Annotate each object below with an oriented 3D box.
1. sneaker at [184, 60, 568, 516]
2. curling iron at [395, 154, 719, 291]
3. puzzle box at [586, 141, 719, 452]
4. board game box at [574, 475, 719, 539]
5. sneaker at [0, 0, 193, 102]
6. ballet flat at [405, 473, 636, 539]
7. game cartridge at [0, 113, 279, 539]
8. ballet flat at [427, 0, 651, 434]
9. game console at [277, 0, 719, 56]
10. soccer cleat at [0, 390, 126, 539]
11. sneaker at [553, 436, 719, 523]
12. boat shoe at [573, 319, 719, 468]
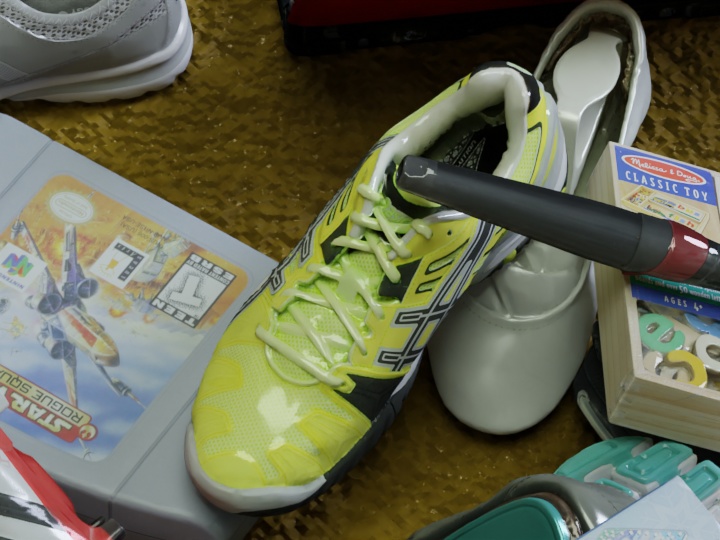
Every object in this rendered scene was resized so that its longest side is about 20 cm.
[{"bbox_3d":[0.000,0.000,1.051,0.075,0.076,0.200,31,73,18],"label":"sneaker"},{"bbox_3d":[0.106,-0.012,1.032,0.199,0.026,0.050,10,32,-16],"label":"curling iron"},{"bbox_3d":[0.183,0.026,1.070,0.199,0.025,0.133,15,39,-13],"label":"puzzle box"},{"bbox_3d":[0.020,0.172,0.902,0.198,0.200,0.043,-29,64,-21],"label":"board game box"},{"bbox_3d":[-0.169,-0.106,1.171,0.199,0.082,0.075,-14,56,-12],"label":"sneaker"},{"bbox_3d":[0.020,0.123,0.992,0.064,0.199,0.068,7,64,-50],"label":"ballet flat"},{"bbox_3d":[-0.109,0.027,1.107,0.199,0.042,0.133,28,54,17],"label":"game cartridge"},{"bbox_3d":[0.072,-0.030,1.135,0.069,0.070,0.201,15,55,9],"label":"ballet flat"},{"bbox_3d":[0.063,-0.159,1.196,0.199,0.119,0.173,-6,55,-7],"label":"game console"},{"bbox_3d":[-0.151,0.082,1.012,0.085,0.069,0.200,-44,97,-16],"label":"soccer cleat"},{"bbox_3d":[0.146,0.140,0.996,0.077,0.092,0.200,-32,52,-27],"label":"sneaker"},{"bbox_3d":[0.156,0.087,1.059,0.075,0.060,0.200,-7,48,-41],"label":"boat shoe"}]
